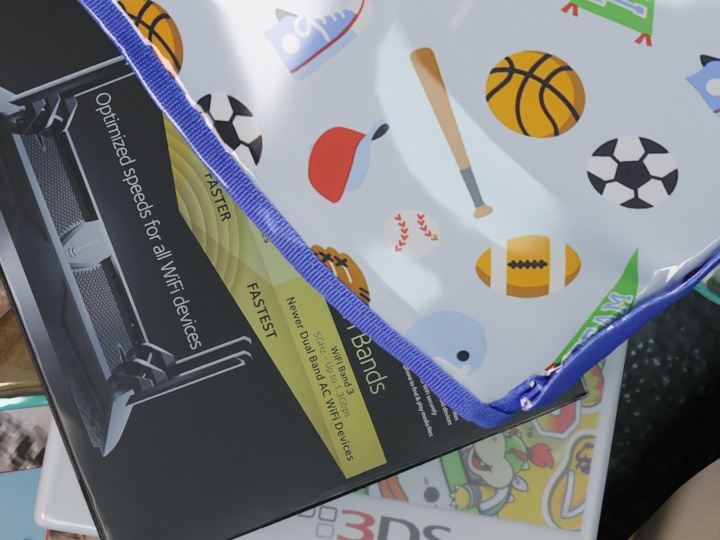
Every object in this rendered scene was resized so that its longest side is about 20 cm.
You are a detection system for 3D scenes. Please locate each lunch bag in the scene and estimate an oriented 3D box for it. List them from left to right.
[{"bbox_3d":[0.037,-0.078,0.777,0.170,0.124,0.200,-41,84,23],"label":"lunch bag"}]

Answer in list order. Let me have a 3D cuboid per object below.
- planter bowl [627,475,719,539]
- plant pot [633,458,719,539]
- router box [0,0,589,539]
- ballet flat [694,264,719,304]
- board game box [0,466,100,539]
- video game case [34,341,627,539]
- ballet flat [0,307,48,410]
[{"bbox_3d":[0.170,0.123,1.021,0.200,0.083,0.201,-1,121,-1],"label":"planter bowl"},{"bbox_3d":[0.183,0.163,0.919,0.200,0.135,0.201,-1,120,-1],"label":"plant pot"},{"bbox_3d":[-0.039,-0.024,0.878,0.157,0.052,0.200,-20,90,-8],"label":"router box"},{"bbox_3d":[0.180,0.018,0.968,0.200,0.070,0.067,30,115,-17],"label":"ballet flat"},{"bbox_3d":[-0.033,0.129,0.994,0.200,0.105,0.103,-7,144,4],"label":"board game box"},{"bbox_3d":[0.000,0.000,0.920,0.182,0.023,0.200,10,83,-7],"label":"video game case"},{"bbox_3d":[-0.045,0.005,0.967,0.200,0.068,0.072,-5,100,2],"label":"ballet flat"}]
